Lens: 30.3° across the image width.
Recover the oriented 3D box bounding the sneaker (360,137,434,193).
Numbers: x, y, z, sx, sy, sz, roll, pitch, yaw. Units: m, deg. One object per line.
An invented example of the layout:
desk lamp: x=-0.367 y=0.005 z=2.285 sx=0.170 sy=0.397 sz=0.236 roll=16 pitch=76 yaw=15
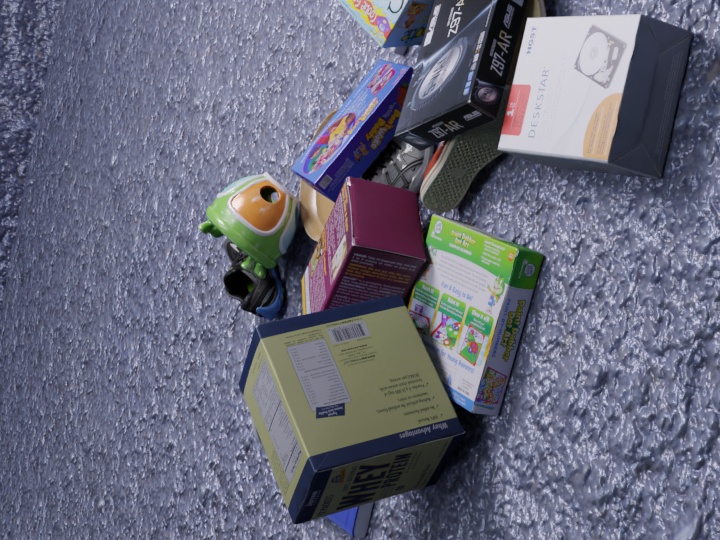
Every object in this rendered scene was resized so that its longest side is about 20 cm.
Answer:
sneaker: x=0.032 y=-0.123 z=1.783 sx=0.076 sy=0.087 sz=0.202 roll=40 pitch=114 yaw=59

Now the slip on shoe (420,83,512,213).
slip on shoe: x=0.135 y=-0.157 z=1.636 sx=0.201 sy=0.073 sz=0.062 roll=-54 pitch=23 yaw=38

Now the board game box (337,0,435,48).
board game box: x=0.074 y=-0.407 z=1.755 sx=0.103 sy=0.104 sz=0.201 roll=48 pitch=126 yaw=23

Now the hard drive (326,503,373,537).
hard drive: x=-0.035 y=0.269 z=1.832 sx=0.199 sy=0.025 sz=0.134 roll=20 pitch=98 yaw=60

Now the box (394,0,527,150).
box: x=0.125 y=-0.258 z=1.602 sx=0.160 sy=0.043 sz=0.202 roll=-16 pitch=53 yaw=58

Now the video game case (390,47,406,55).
video game case: x=0.066 y=-0.437 z=1.893 sx=0.201 sy=0.023 sz=0.183 roll=-62 pitch=34 yaw=28

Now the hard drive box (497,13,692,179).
hard drive box: x=0.249 y=-0.189 z=1.437 sx=0.199 sy=0.076 sz=0.158 roll=15 pitch=93 yaw=61

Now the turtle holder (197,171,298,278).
turtle holder: x=-0.153 y=-0.073 z=2.047 sx=0.141 sy=0.185 sz=0.132 roll=40 pitch=91 yaw=30

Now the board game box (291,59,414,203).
board game box: x=-0.001 y=-0.191 z=1.803 sx=0.201 sy=0.045 sz=0.134 roll=-51 pitch=21 yaw=-1

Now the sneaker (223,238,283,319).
sneaker: x=-0.182 y=0.000 z=2.120 sx=0.071 sy=0.082 sz=0.200 roll=-61 pitch=34 yaw=27

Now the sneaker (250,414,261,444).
sneaker: x=-0.107 y=0.168 z=1.944 sx=0.071 sy=0.072 sz=0.202 roll=33 pitch=109 yaw=62

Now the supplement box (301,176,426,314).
supplement box: x=0.000 y=0.000 z=1.741 sx=0.132 sy=0.102 sz=0.201 roll=-94 pitch=22 yaw=-45

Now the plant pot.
plant pot: x=-0.032 y=-0.139 z=1.961 sx=0.200 sy=0.027 sz=0.203 roll=-30 pitch=54 yaw=54

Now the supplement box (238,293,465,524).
supplement box: x=-0.015 y=0.164 z=1.593 sx=0.135 sy=0.198 sz=0.201 roll=111 pitch=141 yaw=-52

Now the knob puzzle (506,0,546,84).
knob puzzle: x=0.174 y=-0.297 z=1.649 sx=0.219 sy=0.030 sz=0.222 roll=-30 pitch=55 yaw=54

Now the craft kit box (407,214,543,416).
craft kit box: x=0.125 y=0.049 z=1.609 sx=0.200 sy=0.048 sz=0.200 roll=29 pitch=108 yaw=59
